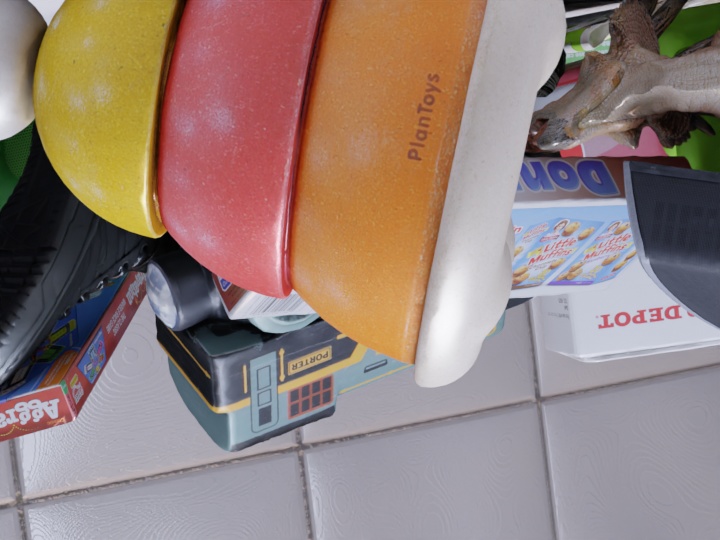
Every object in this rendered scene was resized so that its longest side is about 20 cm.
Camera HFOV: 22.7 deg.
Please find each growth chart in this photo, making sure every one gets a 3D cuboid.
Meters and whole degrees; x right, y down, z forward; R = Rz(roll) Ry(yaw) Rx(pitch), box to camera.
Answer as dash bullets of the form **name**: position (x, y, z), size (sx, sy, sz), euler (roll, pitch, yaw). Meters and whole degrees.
- **growth chart**: position (0.077, -0.109, 0.857), size (0.145, 0.018, 0.200), euler (-2, -166, 44)

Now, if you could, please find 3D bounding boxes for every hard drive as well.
- **hard drive**: position (0.189, 0.007, 0.707), size (0.135, 0.042, 0.200), euler (11, 173, 31)

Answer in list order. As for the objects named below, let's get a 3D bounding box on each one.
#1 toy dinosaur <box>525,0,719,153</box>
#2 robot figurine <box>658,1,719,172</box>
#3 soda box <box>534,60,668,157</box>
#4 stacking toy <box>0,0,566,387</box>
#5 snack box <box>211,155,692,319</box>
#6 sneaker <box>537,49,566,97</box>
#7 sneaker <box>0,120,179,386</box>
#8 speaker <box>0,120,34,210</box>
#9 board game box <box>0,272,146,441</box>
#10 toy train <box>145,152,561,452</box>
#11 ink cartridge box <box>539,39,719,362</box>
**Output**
- **toy dinosaur**: position (0.169, -0.076, 0.668), size (0.200, 0.086, 0.136), euler (6, 180, -14)
- **robot figurine**: position (0.231, -0.083, 0.768), size (0.200, 0.116, 0.175), euler (-8, -154, 2)
- **soda box**: position (0.045, -0.047, 0.872), size (0.200, 0.070, 0.063), euler (-16, -167, -5)
- **stacking toy**: position (-0.045, -0.054, 0.535), size (0.200, 0.146, 0.146), euler (13, -176, 4)
- **snack box**: position (0.043, -0.014, 0.695), size (0.200, 0.024, 0.072), euler (-3, 148, -39)
- **sneaker**: position (-0.012, -0.067, 0.715), size (0.200, 0.085, 0.078), euler (-10, -177, -17)
- **sneaker**: position (-0.102, -0.019, 0.767), size (0.060, 0.200, 0.104), euler (4, 153, 38)
- **speaker**: position (-0.119, -0.061, 0.886), size (0.088, 0.088, 0.200), euler (-6, -177, 24)
- **board game box**: position (-0.156, 0.036, 0.805), size (0.103, 0.019, 0.200), euler (-17, -165, 9)
- **toy train**: position (0.000, 0.000, 0.775), size (0.200, 0.114, 0.085), euler (-21, -136, -26)
- **ink cartridge box**: position (0.183, -0.051, 1.133), size (0.145, 0.200, 0.084), euler (-7, -178, -10)
